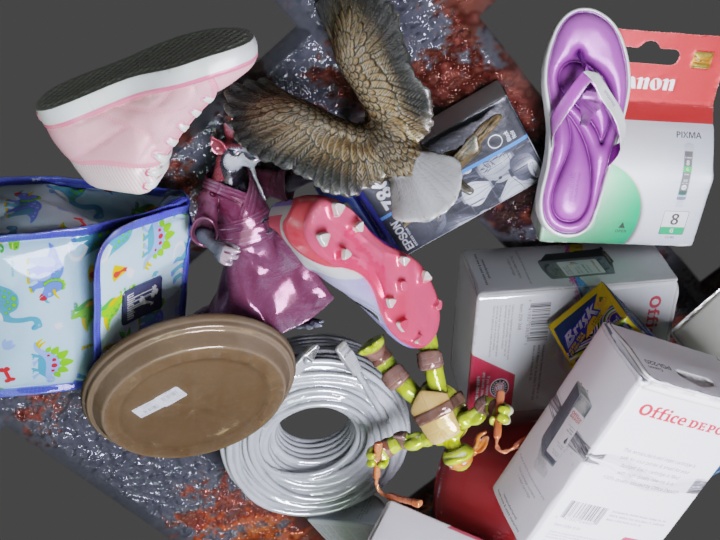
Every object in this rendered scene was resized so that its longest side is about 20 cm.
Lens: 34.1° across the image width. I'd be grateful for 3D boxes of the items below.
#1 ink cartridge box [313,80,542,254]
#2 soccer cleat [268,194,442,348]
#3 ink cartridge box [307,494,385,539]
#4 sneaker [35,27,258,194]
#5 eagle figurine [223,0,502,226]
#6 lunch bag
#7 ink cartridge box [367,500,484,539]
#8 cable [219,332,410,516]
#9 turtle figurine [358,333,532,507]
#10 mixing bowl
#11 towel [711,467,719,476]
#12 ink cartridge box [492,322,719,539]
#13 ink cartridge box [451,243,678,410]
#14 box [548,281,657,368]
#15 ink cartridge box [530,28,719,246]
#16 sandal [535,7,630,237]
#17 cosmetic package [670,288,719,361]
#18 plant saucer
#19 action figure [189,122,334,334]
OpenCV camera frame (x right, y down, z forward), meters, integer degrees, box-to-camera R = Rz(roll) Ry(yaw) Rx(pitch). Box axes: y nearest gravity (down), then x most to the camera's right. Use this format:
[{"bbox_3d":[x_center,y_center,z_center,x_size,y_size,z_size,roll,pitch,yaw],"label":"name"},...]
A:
[{"bbox_3d":[0.065,-0.083,1.087,0.199,0.039,0.100,-29,123,10],"label":"ink cartridge box"},{"bbox_3d":[0.000,0.000,1.024,0.200,0.076,0.067,42,69,-40],"label":"soccer cleat"},{"bbox_3d":[0.061,0.305,1.263,0.198,0.057,0.163,-8,131,39],"label":"ink cartridge box"},{"bbox_3d":[-0.165,-0.131,0.994,0.198,0.076,0.105,-18,119,11],"label":"sneaker"},{"bbox_3d":[0.001,-0.127,0.986,0.200,0.153,0.150,41,143,-22],"label":"eagle figurine"},{"bbox_3d":[-0.251,0.012,1.050,0.198,0.128,0.172,-5,124,-20],"label":"lunch bag"},{"bbox_3d":[0.083,0.331,1.158,0.146,0.086,0.201,17,144,22],"label":"ink cartridge box"},{"bbox_3d":[-0.048,0.160,1.205,0.199,0.070,0.200,-34,121,14],"label":"cable"},{"bbox_3d":[0.077,0.123,1.111,0.199,0.064,0.163,-26,91,29],"label":"turtle figurine"},{"bbox_3d":[0.140,0.229,1.227,0.107,0.201,0.202,10,125,19],"label":"mixing bowl"},{"bbox_3d":[0.368,0.190,1.305,0.198,0.049,0.112,-25,122,7],"label":"towel"},{"bbox_3d":[0.231,0.159,1.037,0.144,0.085,0.201,16,119,-28],"label":"ink cartridge box"},{"bbox_3d":[0.196,0.056,1.159,0.197,0.086,0.149,-4,123,-9],"label":"ink cartridge box"},{"bbox_3d":[0.267,0.102,1.104,0.070,0.065,0.200,-41,120,14],"label":"box"},{"bbox_3d":[0.255,-0.119,1.090,0.159,0.050,0.202,2,124,-10],"label":"ink cartridge box"},{"bbox_3d":[0.201,-0.127,1.038,0.081,0.050,0.205,0,105,-7],"label":"sandal"},{"bbox_3d":[0.397,0.085,1.160,0.087,0.104,0.199,-44,151,17],"label":"cosmetic package"},{"bbox_3d":[-0.152,0.112,1.065,0.198,0.030,0.201,-12,142,-9],"label":"plant saucer"},{"bbox_3d":[-0.099,-0.038,1.072,0.133,0.148,0.202,-24,108,-28],"label":"action figure"}]
